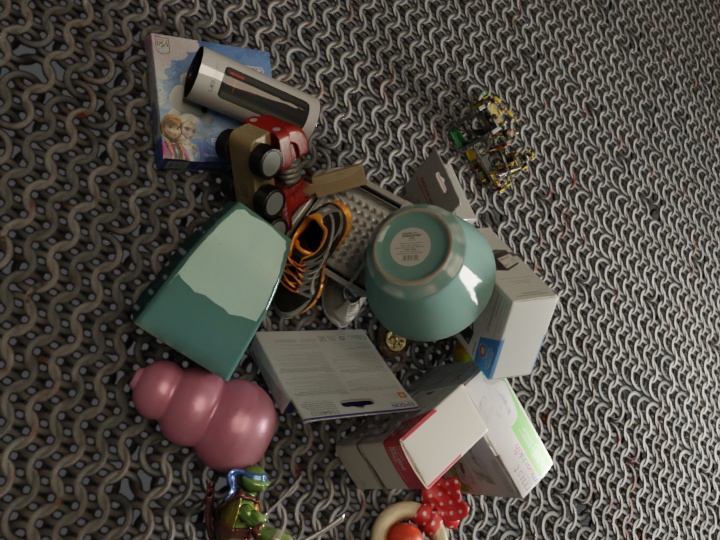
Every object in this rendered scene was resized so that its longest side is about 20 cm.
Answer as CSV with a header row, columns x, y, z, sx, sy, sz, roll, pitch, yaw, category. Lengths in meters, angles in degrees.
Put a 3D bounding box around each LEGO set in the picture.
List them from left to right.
x,y,z,sx,sy,sz,roll,pitch,yaw,category
0.276,-0.263,1.343,0.153,0.115,0.202,-25,91,-34,LEGO set

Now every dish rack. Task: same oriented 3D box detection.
x,y,z,sx,sy,sz,roll,pitch,yaw,category
-0.009,-0.058,1.093,0.199,0.044,0.172,31,76,18,dish rack

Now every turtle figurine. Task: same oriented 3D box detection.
x,y,z,sx,sy,sz,roll,pitch,yaw,category
-0.130,0.370,0.901,0.200,0.143,0.196,35,77,-50,turtle figurine

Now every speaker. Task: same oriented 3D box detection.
x,y,z,sx,sy,sz,roll,pitch,yaw,category
-0.165,-0.263,1.037,0.198,0.081,0.082,19,68,-28,speaker

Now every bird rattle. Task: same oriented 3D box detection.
x,y,z,sx,sy,sz,roll,pitch,yaw,category
0.094,0.422,1.065,0.161,0.113,0.203,6,70,-14,bird rattle

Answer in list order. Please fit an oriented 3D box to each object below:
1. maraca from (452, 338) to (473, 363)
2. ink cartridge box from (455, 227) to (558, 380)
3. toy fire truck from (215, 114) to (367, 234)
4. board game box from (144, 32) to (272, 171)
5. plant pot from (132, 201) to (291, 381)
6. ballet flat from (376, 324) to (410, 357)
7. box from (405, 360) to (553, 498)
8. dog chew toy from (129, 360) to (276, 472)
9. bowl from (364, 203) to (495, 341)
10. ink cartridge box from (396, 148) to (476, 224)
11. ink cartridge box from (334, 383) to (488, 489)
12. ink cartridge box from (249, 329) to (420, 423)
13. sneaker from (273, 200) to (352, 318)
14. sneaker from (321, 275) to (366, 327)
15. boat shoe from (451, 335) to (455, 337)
x,y,z,sx,sy,sz,roll,pitch,yaw,category
0.234,0.131,1.212,0.107,0.138,0.200,41,47,13,maraca
0.199,0.046,1.058,0.083,0.200,0.147,-5,124,-21,ink cartridge box
-0.098,-0.151,1.036,0.200,0.128,0.178,-38,141,-38,toy fire truck
-0.227,-0.257,1.069,0.198,0.043,0.202,-3,78,-34,board game box
-0.191,0.014,0.922,0.141,0.141,0.201,35,84,-19,plant pot
0.091,0.065,1.183,0.067,0.046,0.201,45,58,-15,ballet flat
0.183,0.258,1.113,0.096,0.176,0.201,-33,95,-33,box
-0.215,0.187,0.919,0.199,0.124,0.126,30,63,-14,dog chew toy
0.086,-0.012,0.962,0.105,0.198,0.203,52,45,-61,bowl
0.118,-0.095,1.135,0.066,0.200,0.117,-3,59,-32,ink cartridge box
0.071,0.254,1.030,0.146,0.199,0.083,-33,93,-34,ink cartridge box
-0.041,0.161,1.004,0.197,0.200,0.041,2,120,-31,ink cartridge box
-0.087,-0.016,1.024,0.078,0.202,0.077,32,19,18,sneaker
0.000,0.000,1.121,0.074,0.082,0.201,36,61,-20,sneaker
0.187,0.042,1.226,0.201,0.066,0.074,-59,140,-25,boat shoe
